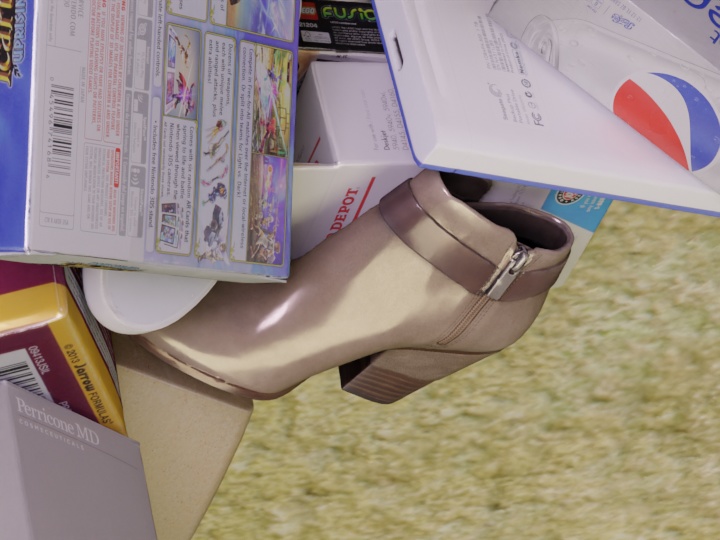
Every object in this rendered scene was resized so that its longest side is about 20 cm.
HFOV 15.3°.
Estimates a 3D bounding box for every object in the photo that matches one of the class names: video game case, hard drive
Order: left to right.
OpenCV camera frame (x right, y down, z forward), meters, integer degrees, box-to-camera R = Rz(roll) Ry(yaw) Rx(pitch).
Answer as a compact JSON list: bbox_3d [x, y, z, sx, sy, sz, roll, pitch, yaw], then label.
[{"bbox_3d":[-0.095,-0.099,1.143,0.045,0.200,0.181,0,176,35],"label":"video game case"},{"bbox_3d":[0.103,-0.094,1.318,0.200,0.132,0.025,8,141,-30],"label":"hard drive"}]

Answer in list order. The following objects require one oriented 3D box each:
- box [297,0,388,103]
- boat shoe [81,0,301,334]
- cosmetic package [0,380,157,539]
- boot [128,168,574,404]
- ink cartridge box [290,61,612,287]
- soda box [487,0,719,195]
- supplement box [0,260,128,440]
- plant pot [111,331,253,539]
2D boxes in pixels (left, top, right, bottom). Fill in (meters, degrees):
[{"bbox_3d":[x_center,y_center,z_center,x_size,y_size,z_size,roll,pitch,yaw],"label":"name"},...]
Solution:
[{"bbox_3d":[0.038,-0.089,1.394,0.200,0.035,0.110,2,145,-23],"label":"box"},{"bbox_3d":[-0.091,-0.062,1.251,0.071,0.200,0.070,29,159,-34],"label":"boat shoe"},{"bbox_3d":[-0.142,0.162,1.190,0.090,0.200,0.107,-26,149,24],"label":"cosmetic package"},{"bbox_3d":[0.000,0.000,1.306,0.200,0.070,0.146,13,135,-37],"label":"boot"},{"bbox_3d":[0.022,-0.047,1.356,0.200,0.067,0.116,0,147,-20],"label":"ink cartridge box"},{"bbox_3d":[0.165,-0.097,1.291,0.200,0.068,0.063,38,137,0],"label":"soda box"},{"bbox_3d":[-0.184,-0.019,1.265,0.103,0.200,0.131,-14,148,2],"label":"supplement box"},{"bbox_3d":[-0.175,0.063,1.419,0.177,0.200,0.200,-43,139,24],"label":"plant pot"}]
